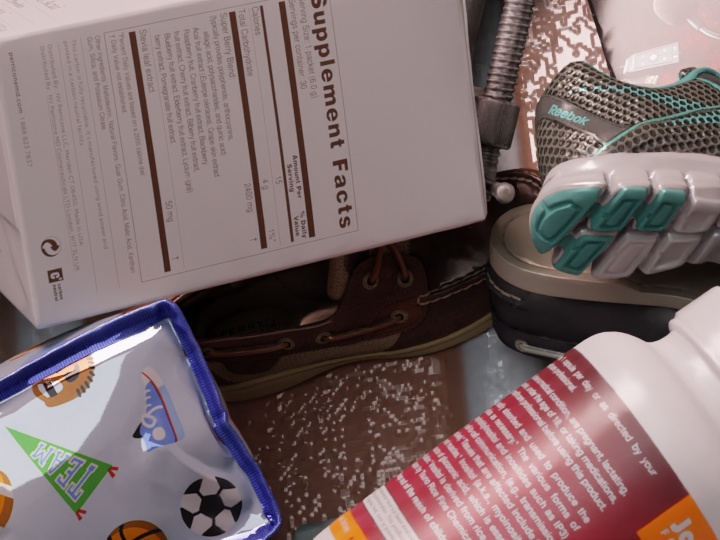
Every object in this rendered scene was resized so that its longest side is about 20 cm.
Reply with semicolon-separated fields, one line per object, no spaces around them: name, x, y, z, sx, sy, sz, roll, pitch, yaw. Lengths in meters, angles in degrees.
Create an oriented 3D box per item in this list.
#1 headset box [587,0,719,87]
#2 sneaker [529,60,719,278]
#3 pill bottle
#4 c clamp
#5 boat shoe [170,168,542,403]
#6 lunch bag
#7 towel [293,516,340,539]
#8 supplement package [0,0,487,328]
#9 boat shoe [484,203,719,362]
headset box;0.172;-0.157;1.091;0.147;0.075;0.202;-18;65;11
sneaker;0.160;-0.047;0.994;0.198;0.078;0.092;7;53;-22
pill bottle;0.087;0.098;0.946;0.199;0.113;0.113;-36;63;-1
c clamp;0.068;-0.126;1.059;0.027;0.171;0.202;12;88;-13
boat shoe;0.000;0.000;1.082;0.198;0.072;0.073;-19;65;8
lunch bag;-0.146;0.097;0.977;0.199;0.170;0.125;-27;88;-5
towel;0.057;0.193;1.004;0.170;0.048;0.202;-8;67;11
supplement package;-0.065;-0.068;0.989;0.198;0.121;0.121;-14;18;-20
boat shoe;0.150;0.025;1.043;0.198;0.063;0.073;14;40;9
